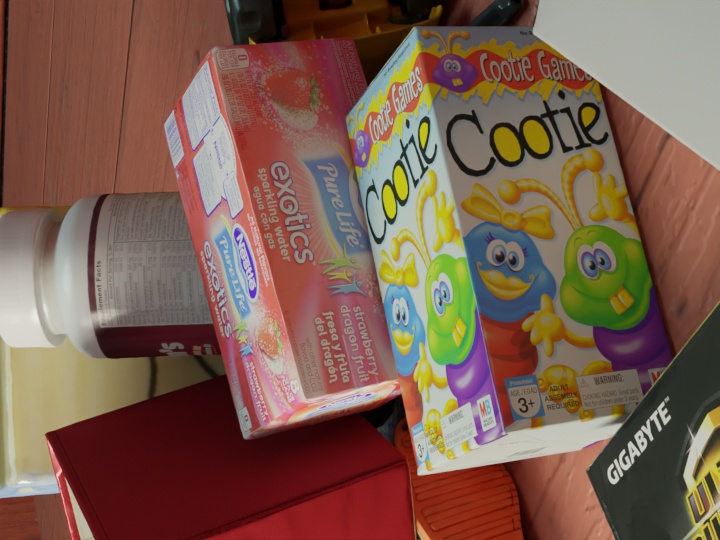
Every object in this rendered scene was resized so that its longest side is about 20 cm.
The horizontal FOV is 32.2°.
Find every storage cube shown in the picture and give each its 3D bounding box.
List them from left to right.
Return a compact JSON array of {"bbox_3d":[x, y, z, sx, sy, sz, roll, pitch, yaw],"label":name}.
[{"bbox_3d":[-0.074,0.180,0.767,0.200,0.178,0.173,34,137,59],"label":"storage cube"}]

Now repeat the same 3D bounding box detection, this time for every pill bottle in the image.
[{"bbox_3d":[-0.137,0.003,0.834,0.110,0.197,0.111,-2,-90,-87],"label":"pill bottle"}]

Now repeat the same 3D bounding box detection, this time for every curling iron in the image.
[{"bbox_3d":[0.051,-0.111,0.780,0.050,0.025,0.200,51,144,8],"label":"curling iron"}]

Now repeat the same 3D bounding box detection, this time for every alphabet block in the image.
[{"bbox_3d":[-0.198,0.068,0.989,0.196,0.193,0.203,151,116,-65],"label":"alphabet block"}]

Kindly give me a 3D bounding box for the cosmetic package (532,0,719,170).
[{"bbox_3d":[0.151,-0.102,0.454,0.201,0.084,0.109,-124,37,-51],"label":"cosmetic package"}]

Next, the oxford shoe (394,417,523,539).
[{"bbox_3d":[0.064,0.176,0.744,0.073,0.070,0.201,104,151,-46],"label":"oxford shoe"}]

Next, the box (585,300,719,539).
[{"bbox_3d":[0.174,0.095,0.487,0.201,0.049,0.161,114,143,-49],"label":"box"}]

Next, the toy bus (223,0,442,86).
[{"bbox_3d":[-0.029,-0.187,0.854,0.193,0.134,0.202,93,164,-63],"label":"toy bus"}]

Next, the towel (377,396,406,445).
[{"bbox_3d":[0.035,0.128,0.869,0.143,0.022,0.203,179,88,-69],"label":"towel"}]

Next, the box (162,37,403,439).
[{"bbox_3d":[-0.035,-0.019,0.713,0.103,0.093,0.203,-39,65,59],"label":"box"}]

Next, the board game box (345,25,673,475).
[{"bbox_3d":[0.073,-0.011,0.639,0.103,0.103,0.203,137,125,-61],"label":"board game box"}]

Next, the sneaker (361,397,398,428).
[{"bbox_3d":[0.000,0.000,0.827,0.091,0.066,0.203,-131,47,-56],"label":"sneaker"}]
